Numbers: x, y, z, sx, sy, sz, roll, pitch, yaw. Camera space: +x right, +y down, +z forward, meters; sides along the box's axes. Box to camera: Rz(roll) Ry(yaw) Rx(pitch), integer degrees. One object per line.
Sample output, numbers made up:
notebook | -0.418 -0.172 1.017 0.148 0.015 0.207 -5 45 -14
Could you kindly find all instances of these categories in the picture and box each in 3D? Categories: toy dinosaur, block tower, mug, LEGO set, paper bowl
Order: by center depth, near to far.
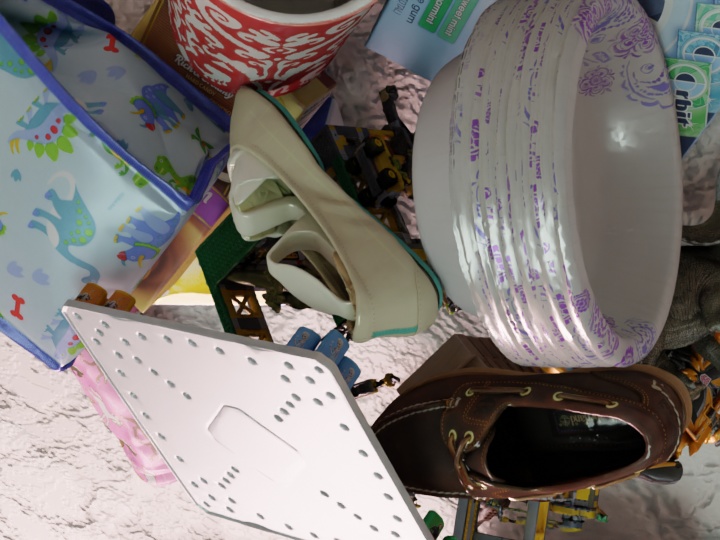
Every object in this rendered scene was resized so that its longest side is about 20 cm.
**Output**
paper bowl | 0.098 -0.048 1.018 0.103 0.202 0.202 -3 131 26
mug | -0.027 -0.172 1.038 0.175 0.135 0.200 -6 171 -10
toy dinosaur | 0.177 0.026 1.131 0.103 0.199 0.077 55 170 24
LEGO set | 0.000 0.000 1.154 0.115 0.155 0.200 0 139 -43
block tower | 0.094 0.081 1.216 0.054 0.200 0.058 -45 69 15
LEGO set | 0.071 0.179 1.333 0.198 0.117 0.154 9 178 14

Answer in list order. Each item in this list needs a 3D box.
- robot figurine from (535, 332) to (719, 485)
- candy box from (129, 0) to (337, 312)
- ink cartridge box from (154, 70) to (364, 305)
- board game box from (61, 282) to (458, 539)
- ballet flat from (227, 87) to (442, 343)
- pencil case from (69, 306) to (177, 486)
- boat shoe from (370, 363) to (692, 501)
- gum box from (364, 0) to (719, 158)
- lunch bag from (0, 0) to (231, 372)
robot figurine | 0.161 0.037 1.184 0.200 0.145 0.058 42 152 -3
candy box | -0.120 -0.083 1.204 0.117 0.056 0.200 42 120 1
ink cartridge box | -0.097 -0.061 1.273 0.196 0.047 0.201 1 134 23
board game box | -0.055 0.092 1.092 0.198 0.026 0.201 10 143 36
ballet flat | -0.034 -0.029 1.034 0.200 0.069 0.070 46 151 37
pencil case | -0.179 0.071 1.408 0.082 0.087 0.201 -24 120 15
boat shoe | 0.083 0.092 1.055 0.198 0.070 0.071 -14 103 30
gum box | 0.124 -0.150 1.088 0.199 0.045 0.170 28 136 -4
lunch bag | -0.198 -0.072 1.138 0.199 0.128 0.170 37 122 -6
